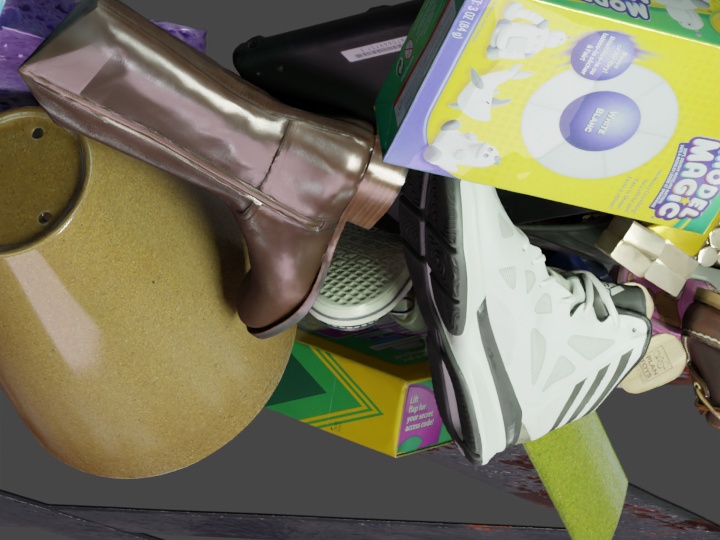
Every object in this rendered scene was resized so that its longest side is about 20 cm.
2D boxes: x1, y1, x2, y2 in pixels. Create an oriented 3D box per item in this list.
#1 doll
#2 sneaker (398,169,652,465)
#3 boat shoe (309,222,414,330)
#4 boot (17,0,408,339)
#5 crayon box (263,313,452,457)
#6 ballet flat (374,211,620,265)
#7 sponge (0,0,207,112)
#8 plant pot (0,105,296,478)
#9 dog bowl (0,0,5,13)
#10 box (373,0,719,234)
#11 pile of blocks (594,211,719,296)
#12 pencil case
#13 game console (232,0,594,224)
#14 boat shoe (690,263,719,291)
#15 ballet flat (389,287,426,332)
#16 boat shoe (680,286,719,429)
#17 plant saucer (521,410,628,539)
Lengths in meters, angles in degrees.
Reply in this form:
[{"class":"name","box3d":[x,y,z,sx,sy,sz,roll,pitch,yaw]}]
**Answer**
[{"class":"doll","box3d":[0.134,0.013,1.512,0.137,0.048,0.200,56,179,-24]},{"class":"sneaker","box3d":[0.090,0.001,1.328,0.115,0.201,0.076,-20,-144,-14]},{"class":"boat shoe","box3d":[0.000,0.000,1.478,0.074,0.062,0.200,-2,-161,1]},{"class":"boot","box3d":[-0.097,-0.055,1.314,0.200,0.064,0.186,22,138,-15]},{"class":"crayon box","box3d":[0.013,0.062,1.703,0.172,0.058,0.200,20,-163,32]},{"class":"ballet flat","box3d":[0.080,-0.052,1.409,0.200,0.068,0.068,8,153,21]},{"class":"sponge","box3d":[-0.164,-0.107,1.388,0.111,0.030,0.200,11,165,-17]},{"class":"plant pot","box3d":[-0.156,-0.003,1.420,0.186,0.187,0.200,2,156,21]},{"class":"dog bowl","box3d":[-0.230,-0.140,1.238,0.111,0.050,0.200,12,165,-17]},{"class":"box","box3d":[0.119,-0.083,1.184,0.200,0.048,0.117,10,133,-19]},{"class":"pile of blocks","box3d":[0.215,-0.041,1.338,0.200,0.082,0.062,-8,-164,-15]},{"class":"pencil case","box3d":[0.191,0.023,1.627,0.083,0.087,0.200,31,167,2]},{"class":"game console","box3d":[0.058,-0.083,1.282,0.200,0.031,0.177,-10,141,38]},{"class":"boat shoe","box3d":[0.204,-0.021,1.456,0.072,0.060,0.202,15,-176,-39]},{"class":"ballet flat","box3d":[0.057,0.009,1.669,0.200,0.067,0.067,2,168,22]},{"class":"boat shoe","box3d":[0.234,0.066,1.508,0.070,0.070,0.200,29,177,29]},{"class":"plant saucer","box3d":[0.100,0.054,1.518,0.048,0.200,0.200,-26,139,3]}]
